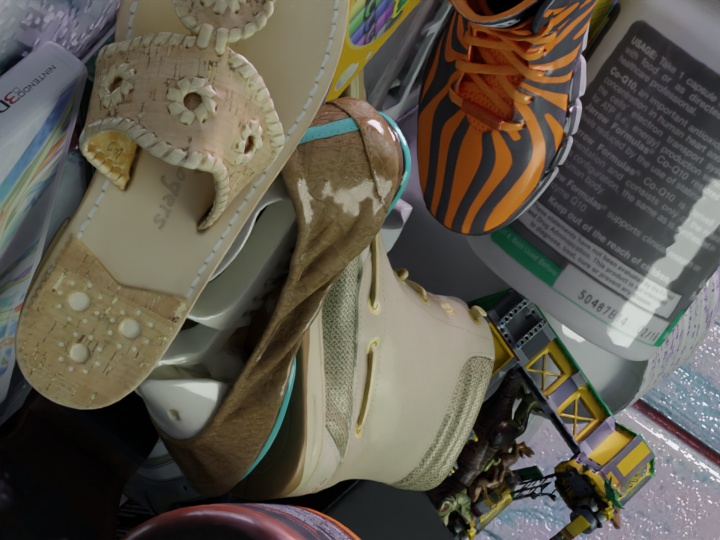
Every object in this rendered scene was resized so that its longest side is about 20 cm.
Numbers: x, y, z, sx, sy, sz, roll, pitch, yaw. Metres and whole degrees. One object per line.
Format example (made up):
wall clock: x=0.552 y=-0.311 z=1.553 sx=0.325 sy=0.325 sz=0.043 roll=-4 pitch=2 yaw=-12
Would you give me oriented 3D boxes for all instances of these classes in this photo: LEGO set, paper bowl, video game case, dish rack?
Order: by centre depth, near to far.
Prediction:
video game case: x=-0.170 y=0.037 z=0.838 sx=0.182 sy=0.022 sz=0.200 roll=-46 pitch=166 yaw=-38
dish rack: x=0.056 y=-0.159 z=1.163 sx=0.172 sy=0.044 sz=0.200 roll=-60 pitch=168 yaw=23
LEGO set: x=0.042 y=0.099 z=1.276 sx=0.116 sy=0.154 sz=0.200 roll=-40 pitch=-162 yaw=-30
paper bowl: x=0.086 y=-0.007 z=1.331 sx=0.104 sy=0.201 sz=0.201 roll=-34 pitch=160 yaw=-31

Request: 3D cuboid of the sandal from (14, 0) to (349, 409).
sandal: x=-0.060 y=-0.037 z=0.818 sx=0.070 sy=0.078 sz=0.212 roll=-94 pitch=-152 yaw=-69

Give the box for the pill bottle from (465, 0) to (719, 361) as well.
pill bottle: x=0.148 y=-0.067 z=1.175 sx=0.200 sy=0.113 sz=0.113 roll=-56 pitch=169 yaw=11

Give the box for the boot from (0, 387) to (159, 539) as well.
boot: x=-0.146 y=0.110 z=0.968 sx=0.097 sy=0.075 sz=0.200 roll=-48 pitch=-178 yaw=30

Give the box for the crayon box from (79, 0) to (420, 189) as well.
crayon box: x=-0.026 y=-0.105 z=0.948 sx=0.200 sy=0.052 sz=0.126 roll=-51 pitch=169 yaw=-21

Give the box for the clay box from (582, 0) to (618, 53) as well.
clay box: x=0.104 y=-0.151 z=1.155 sx=0.200 sy=0.048 sz=0.115 roll=-57 pitch=171 yaw=20

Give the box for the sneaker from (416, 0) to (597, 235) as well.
sneaker: x=0.056 y=-0.099 z=1.038 sx=0.112 sy=0.078 sz=0.200 roll=-34 pitch=144 yaw=-63

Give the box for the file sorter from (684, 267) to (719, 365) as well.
file sorter: x=0.154 y=-0.075 z=1.423 sx=0.125 sy=0.200 sz=0.139 roll=-48 pitch=168 yaw=-39

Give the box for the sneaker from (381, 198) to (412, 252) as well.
sneaker: x=-0.033 y=0.008 z=1.203 sx=0.116 sy=0.074 sz=0.200 roll=-59 pitch=170 yaw=7

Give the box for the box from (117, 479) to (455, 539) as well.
box: x=-0.062 y=0.153 z=1.211 sx=0.141 sy=0.079 sz=0.200 roll=-43 pitch=-161 yaw=-24

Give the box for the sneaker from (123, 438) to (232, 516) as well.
sneaker: x=-0.081 y=0.056 z=1.117 sx=0.074 sy=0.081 sz=0.200 roll=-50 pitch=168 yaw=-25

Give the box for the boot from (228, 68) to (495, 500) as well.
boot: x=0.000 y=0.000 z=1.077 sx=0.155 sy=0.073 sz=0.200 roll=7 pitch=84 yaw=-57

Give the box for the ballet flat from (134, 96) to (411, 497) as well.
ballet flat: x=-0.051 y=0.015 z=0.942 sx=0.072 sy=0.068 sz=0.200 roll=-6 pitch=141 yaw=-39

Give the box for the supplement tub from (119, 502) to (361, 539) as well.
supplement tub: x=-0.042 y=0.146 z=0.993 sx=0.107 sy=0.107 sz=0.200 roll=-55 pitch=170 yaw=1
